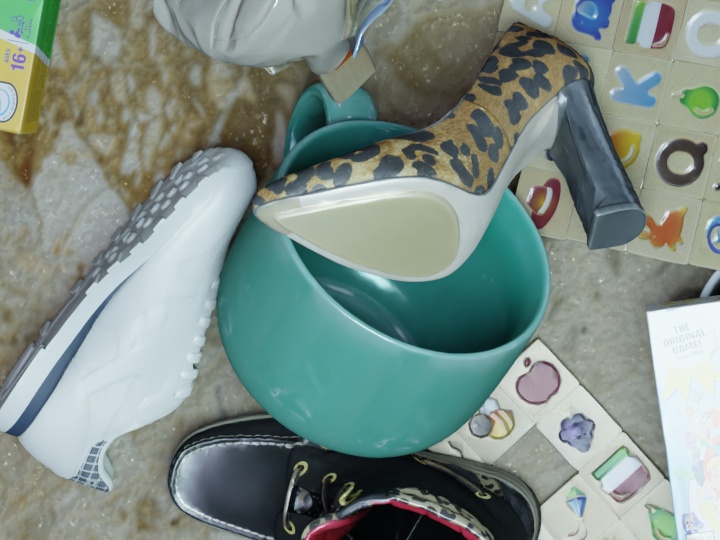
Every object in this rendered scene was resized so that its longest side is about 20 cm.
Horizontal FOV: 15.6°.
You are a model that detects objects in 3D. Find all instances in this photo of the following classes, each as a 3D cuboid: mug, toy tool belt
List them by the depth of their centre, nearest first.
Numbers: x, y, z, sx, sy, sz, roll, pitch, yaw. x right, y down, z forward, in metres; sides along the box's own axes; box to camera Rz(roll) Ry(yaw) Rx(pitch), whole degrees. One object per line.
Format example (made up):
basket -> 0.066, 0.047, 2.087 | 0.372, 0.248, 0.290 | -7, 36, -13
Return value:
toy tool belt -> -0.004, -0.178, 1.215 | 0.125, 0.123, 0.200 | 38, 107, 43
mug -> 0.008, 0.008, 1.333 | 0.152, 0.185, 0.114 | 27, 132, -6

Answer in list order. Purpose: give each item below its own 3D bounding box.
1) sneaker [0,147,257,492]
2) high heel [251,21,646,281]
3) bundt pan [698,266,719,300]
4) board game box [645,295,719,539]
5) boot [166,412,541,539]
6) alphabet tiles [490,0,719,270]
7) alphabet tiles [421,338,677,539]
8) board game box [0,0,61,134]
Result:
sneaker -> -0.110, 0.024, 1.385 | 0.080, 0.076, 0.200 | 37, 104, -10
high heel -> 0.029, -0.067, 1.279 | 0.200, 0.143, 0.071 | -1, 137, -21
bundt pan -> 0.265, 0.048, 1.332 | 0.201, 0.076, 0.202 | 1, 96, 7
board game box -> 0.247, 0.070, 1.282 | 0.200, 0.034, 0.135 | -8, 94, 8
boot -> -0.010, 0.125, 1.329 | 0.200, 0.151, 0.073 | 13, 97, 5
alphabet tiles -> 0.154, -0.089, 1.323 | 0.200, 0.006, 0.167 | 12, 87, 26
alphabet tiles -> 0.078, 0.163, 1.402 | 0.200, 0.008, 0.167 | -42, 90, 9
board game box -> -0.258, -0.165, 1.390 | 0.200, 0.040, 0.153 | 11, 97, 5
